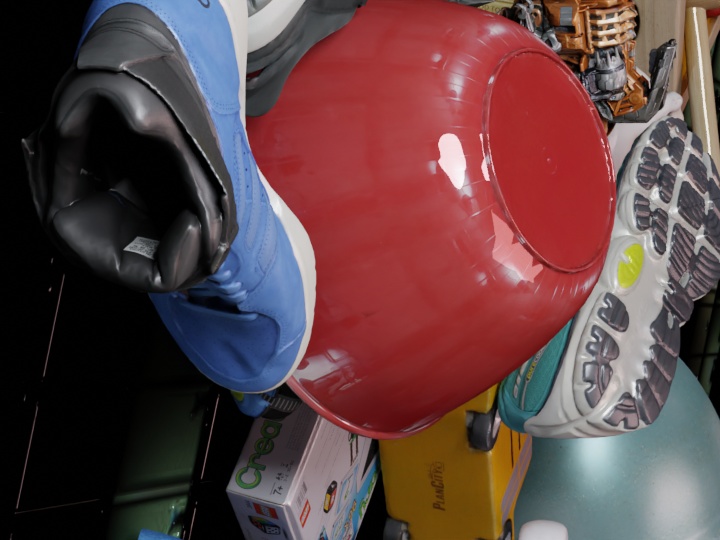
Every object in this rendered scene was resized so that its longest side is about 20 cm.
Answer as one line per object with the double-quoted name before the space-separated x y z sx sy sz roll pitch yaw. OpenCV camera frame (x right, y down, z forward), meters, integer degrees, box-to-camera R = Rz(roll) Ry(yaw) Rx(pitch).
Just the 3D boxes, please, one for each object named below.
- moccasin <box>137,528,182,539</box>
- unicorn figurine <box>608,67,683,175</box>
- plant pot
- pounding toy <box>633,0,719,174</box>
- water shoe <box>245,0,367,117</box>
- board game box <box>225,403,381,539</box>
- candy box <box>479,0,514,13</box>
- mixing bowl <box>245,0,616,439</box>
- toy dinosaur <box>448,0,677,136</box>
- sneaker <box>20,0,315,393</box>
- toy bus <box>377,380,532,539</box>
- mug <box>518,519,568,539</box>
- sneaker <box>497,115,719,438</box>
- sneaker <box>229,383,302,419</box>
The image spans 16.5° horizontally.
"moccasin" -0.061 0.164 1.107 0.200 0.080 0.068 32 76 -57
"unicorn figurine" 0.122 -0.073 1.328 0.137 0.074 0.201 29 76 -69
"plant pot" 0.115 0.093 1.432 0.200 0.200 0.135 -46 127 -60
"pounding toy" 0.178 -0.169 1.500 0.200 0.142 0.184 -62 157 -43
"water shoe" -0.018 -0.148 1.013 0.200 0.071 0.079 -52 158 -30
"board game box" -0.008 0.056 1.241 0.126 0.035 0.200 77 30 -57
"candy box" 0.086 -0.082 1.415 0.117 0.056 0.201 -50 146 -55
"mixing bowl" 0.039 -0.036 1.057 0.200 0.108 0.201 23 60 -48
"toy dinosaur" 0.083 -0.090 1.241 0.102 0.135 0.201 -18 128 -75
"sneaker" -0.070 -0.011 0.914 0.111 0.076 0.200 -67 157 -49
"toy bus" 0.048 0.076 1.266 0.200 0.065 0.078 83 24 -48
"mug" 0.093 0.227 1.256 0.175 0.147 0.201 5 85 -81
"sneaker" 0.122 0.000 1.226 0.078 0.080 0.200 49 50 -25
"sneaker" 0.000 0.000 1.127 0.071 0.083 0.200 -47 -174 39
